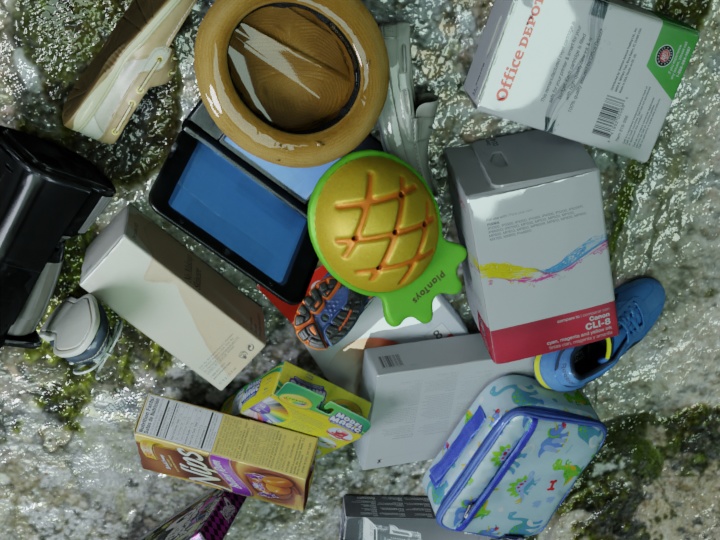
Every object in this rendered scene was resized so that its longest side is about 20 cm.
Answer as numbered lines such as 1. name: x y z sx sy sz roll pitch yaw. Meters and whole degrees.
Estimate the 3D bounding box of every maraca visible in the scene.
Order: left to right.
1. maraca: 0.029 -0.032 1.330 0.137 0.107 0.200 -43 114 -6

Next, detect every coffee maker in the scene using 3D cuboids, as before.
1. coffee maker: -0.364 -0.032 1.313 0.134 0.192 0.201 33 103 14

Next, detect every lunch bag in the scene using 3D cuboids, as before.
1. lunch bag: 0.173 0.219 1.495 0.160 0.083 0.201 16 120 -30

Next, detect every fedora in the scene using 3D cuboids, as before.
1. fedora: -0.072 -0.201 1.295 0.199 0.082 0.202 -3 101 -15

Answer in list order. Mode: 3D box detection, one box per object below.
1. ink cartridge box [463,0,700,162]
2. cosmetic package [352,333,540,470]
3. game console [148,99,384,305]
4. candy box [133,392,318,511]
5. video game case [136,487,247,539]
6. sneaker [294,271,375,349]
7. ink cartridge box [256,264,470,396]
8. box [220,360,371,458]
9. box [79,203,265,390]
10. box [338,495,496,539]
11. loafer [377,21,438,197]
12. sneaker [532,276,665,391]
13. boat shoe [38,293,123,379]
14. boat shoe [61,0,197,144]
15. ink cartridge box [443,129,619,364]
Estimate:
1. ink cartridge box: 0.224 -0.215 1.342 0.199 0.083 0.147 16 109 -13
2. cosmetic package: 0.096 0.147 1.488 0.199 0.052 0.152 -6 128 -17
3. game console: -0.090 -0.098 1.351 0.200 0.117 0.176 36 108 -21
4. candy box: -0.151 0.208 1.473 0.199 0.057 0.117 15 152 4
5. video game case: -0.223 0.324 1.499 0.181 0.200 0.036 -35 95 11
6. sneaker: 0.000 0.000 1.413 0.075 0.078 0.200 44 85 1
7. ink cartridge box: 0.005 0.048 1.470 0.162 0.050 0.200 -37 117 11
8. box: -0.074 0.161 1.455 0.117 0.049 0.200 28 152 -18
9. box: -0.202 0.029 1.415 0.200 0.095 0.078 40 105 -23
10. box: 0.070 0.361 1.628 0.199 0.050 0.159 3 115 -7
11. loafer: 0.051 -0.162 1.361 0.069 0.070 0.201 -15 115 9
12. sneaker: 0.285 0.072 1.454 0.200 0.078 0.066 -33 99 -25
13. boat shoe: -0.291 0.072 1.375 0.062 0.200 0.075 38 73 -20
14. boat shoe: -0.221 -0.213 1.313 0.066 0.074 0.200 31 111 -33
15. ink cartridge box: 0.181 -0.033 1.395 0.144 0.146 0.201 -13 117 -1
